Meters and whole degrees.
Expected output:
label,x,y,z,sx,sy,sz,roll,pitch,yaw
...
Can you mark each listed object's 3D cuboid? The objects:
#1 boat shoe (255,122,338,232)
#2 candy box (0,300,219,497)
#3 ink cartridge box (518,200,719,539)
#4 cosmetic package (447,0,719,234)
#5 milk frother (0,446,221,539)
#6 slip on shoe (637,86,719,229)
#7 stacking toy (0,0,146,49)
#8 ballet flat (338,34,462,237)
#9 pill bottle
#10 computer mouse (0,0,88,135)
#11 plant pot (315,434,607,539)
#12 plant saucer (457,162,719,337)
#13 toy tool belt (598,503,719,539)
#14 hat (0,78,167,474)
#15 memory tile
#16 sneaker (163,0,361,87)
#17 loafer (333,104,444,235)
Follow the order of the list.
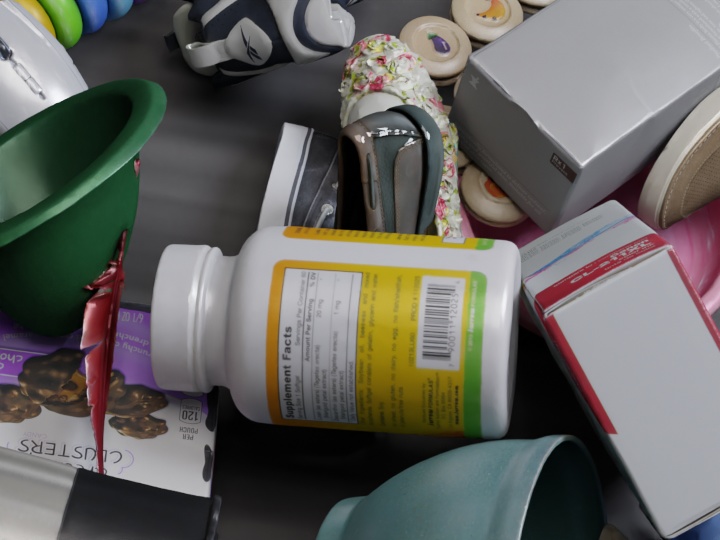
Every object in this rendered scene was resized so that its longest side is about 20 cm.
label,x,y,z,sx,sy,sz,roll,pitch,yaw
boat shoe,-0.035,-0.005,1.439,0.067,0.072,0.201,13,49,-2
candy box,-0.169,0.116,1.328,0.166,0.072,0.201,8,57,-7
ink cartridge box,0.159,0.049,1.329,0.082,0.200,0.146,-29,99,3
cosmetic package,0.161,-0.123,1.465,0.199,0.090,0.107,-34,70,-25
milk frother,-0.176,0.174,1.146,0.187,0.200,0.182,14,81,-5
slip on shoe,0.261,-0.088,1.476,0.200,0.076,0.061,-38,63,-21
stacking toy,-0.211,-0.171,1.500,0.085,0.086,0.200,42,64,15
ballet flat,0.026,-0.050,1.431,0.075,0.064,0.201,-15,87,23
pill bottle,-0.013,0.033,1.296,0.198,0.111,0.112,4,56,7
computer mouse,-0.217,-0.129,1.434,0.110,0.044,0.200,-42,105,-20
plant pot,0.049,0.188,1.276,0.133,0.201,0.201,2,54,21
plant saucer,0.149,-0.029,1.502,0.199,0.051,0.202,5,58,-9
toy tool belt,0.228,0.154,1.350,0.200,0.125,0.123,-37,95,-29
hat,-0.154,0.017,1.331,0.200,0.165,0.177,-44,117,-29
memory tile,0.102,-0.124,1.512,0.153,0.017,0.200,43,60,15
sneaker,-0.066,-0.182,1.533,0.129,0.080,0.200,-16,31,14
loafer,0.000,0.000,1.375,0.063,0.201,0.072,-10,24,-41
